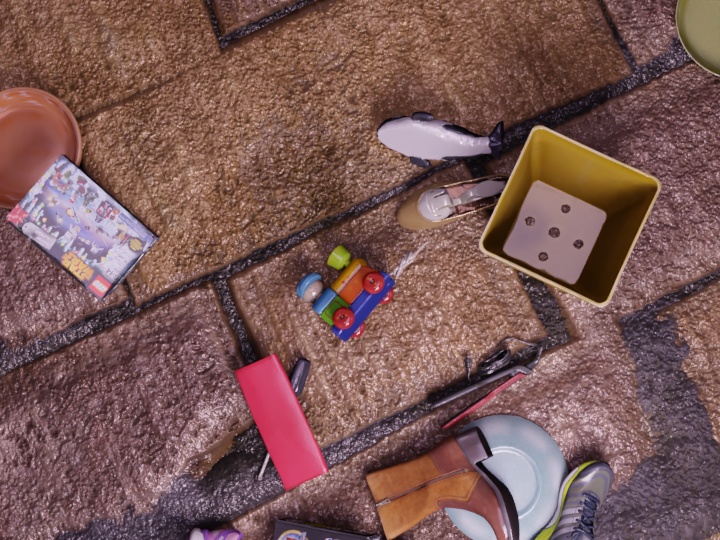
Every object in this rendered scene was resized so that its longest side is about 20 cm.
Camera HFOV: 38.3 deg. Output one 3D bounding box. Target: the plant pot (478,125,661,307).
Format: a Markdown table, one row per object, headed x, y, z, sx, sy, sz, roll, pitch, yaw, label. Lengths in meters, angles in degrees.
| x | y | z | sx | sy | sz | roll | pitch | yaw | label |
| --- | --- | --- | --- | --- | --- | --- | --- | --- | --- |
| 0.298 | -0.069 | 1.544 | 0.199 | 0.176 | 0.201 | 25 | 86 | 5 | plant pot |

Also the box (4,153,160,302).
| x | y | z | sx | sy | sz | roll | pitch | yaw | label |
| --- | --- | --- | --- | --- | --- | --- | --- | --- | --- |
| -0.437 | -0.066 | 1.636 | 0.200 | 0.040 | 0.137 | 41 | 88 | -6 | box |

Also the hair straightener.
| x | y | z | sx | sy | sz | roll | pitch | yaw | label |
| --- | --- | --- | --- | --- | --- | --- | --- | --- | --- |
| 0.190 | 0.160 | 1.593 | 0.199 | 0.041 | 0.077 | -32 | 83 | 0 | hair straightener |

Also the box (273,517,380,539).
| x | y | z | sx | sy | sz | roll | pitch | yaw | label |
| --- | --- | --- | --- | --- | --- | --- | --- | --- | --- |
| -0.060 | 0.482 | 1.545 | 0.159 | 0.044 | 0.201 | 5 | 84 | 25 | box |

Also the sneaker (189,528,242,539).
| x | y | z | sx | sy | sz | roll | pitch | yaw | label |
| --- | --- | --- | --- | --- | --- | --- | --- | --- | --- |
| -0.194 | 0.479 | 1.566 | 0.088 | 0.080 | 0.201 | -15 | 82 | -6 | sneaker |

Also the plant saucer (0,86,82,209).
| x | y | z | sx | sy | sz | roll | pitch | yaw | label |
| --- | --- | --- | --- | --- | --- | --- | --- | --- | --- |
| -0.545 | -0.195 | 1.679 | 0.199 | 0.037 | 0.201 | 0 | 83 | 3 | plant saucer |

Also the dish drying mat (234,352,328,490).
| x | y | z | sx | sy | sz | roll | pitch | yaw | label |
| --- | --- | --- | --- | --- | --- | --- | --- | --- | --- |
| -0.122 | 0.232 | 1.597 | 0.077 | 0.018 | 0.201 | -24 | 90 | 7 | dish drying mat |

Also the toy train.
| x | y | z | sx | sy | sz | roll | pitch | yaw | label |
| --- | --- | --- | --- | --- | --- | --- | --- | --- | --- |
| 0.000 | 0.000 | 1.608 | 0.116 | 0.085 | 0.200 | 39 | 87 | 20 | toy train |

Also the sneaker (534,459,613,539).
| x | y | z | sx | sy | sz | roll | pitch | yaw | label |
| --- | --- | --- | --- | --- | --- | --- | --- | --- | --- |
| 0.324 | 0.376 | 1.533 | 0.074 | 0.081 | 0.201 | 26 | 89 | -19 | sneaker |

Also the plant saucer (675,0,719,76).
| x | y | z | sx | sy | sz | roll | pitch | yaw | label |
| --- | --- | --- | --- | --- | --- | --- | --- | --- | --- |
| 0.594 | -0.394 | 1.635 | 0.199 | 0.031 | 0.201 | 0 | 84 | 3 | plant saucer |

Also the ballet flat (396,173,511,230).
| x | y | z | sx | sy | sz | roll | pitch | yaw | label |
| --- | --- | --- | --- | --- | --- | --- | --- | --- | --- |
| 0.151 | -0.114 | 1.614 | 0.199 | 0.063 | 0.069 | -17 | 83 | 2 | ballet flat |

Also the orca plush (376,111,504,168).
| x | y | z | sx | sy | sz | roll | pitch | yaw | label |
| --- | --- | --- | --- | --- | --- | --- | --- | --- | --- |
| 0.129 | -0.223 | 1.623 | 0.199 | 0.105 | 0.071 | -3 | 42 | 26 | orca plush |

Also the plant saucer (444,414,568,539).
| x | y | z | sx | sy | sz | roll | pitch | yaw | label |
| --- | --- | --- | --- | --- | --- | --- | --- | --- | --- |
| 0.218 | 0.321 | 1.575 | 0.200 | 0.039 | 0.202 | 0 | 84 | 4 | plant saucer |

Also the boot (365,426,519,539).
| x | y | z | sx | sy | sz | roll | pitch | yaw | label |
| --- | --- | --- | --- | --- | --- | --- | --- | --- | --- |
| 0.120 | 0.352 | 1.534 | 0.199 | 0.068 | 0.189 | -29 | 76 | 15 | boot |

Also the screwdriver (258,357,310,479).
| x | y | z | sx | sy | sz | roll | pitch | yaw | label |
| --- | --- | --- | --- | --- | --- | --- | --- | --- | --- |
| -0.118 | 0.232 | 1.617 | 0.029 | 0.028 | 0.201 | 16 | 91 | -24 | screwdriver |
